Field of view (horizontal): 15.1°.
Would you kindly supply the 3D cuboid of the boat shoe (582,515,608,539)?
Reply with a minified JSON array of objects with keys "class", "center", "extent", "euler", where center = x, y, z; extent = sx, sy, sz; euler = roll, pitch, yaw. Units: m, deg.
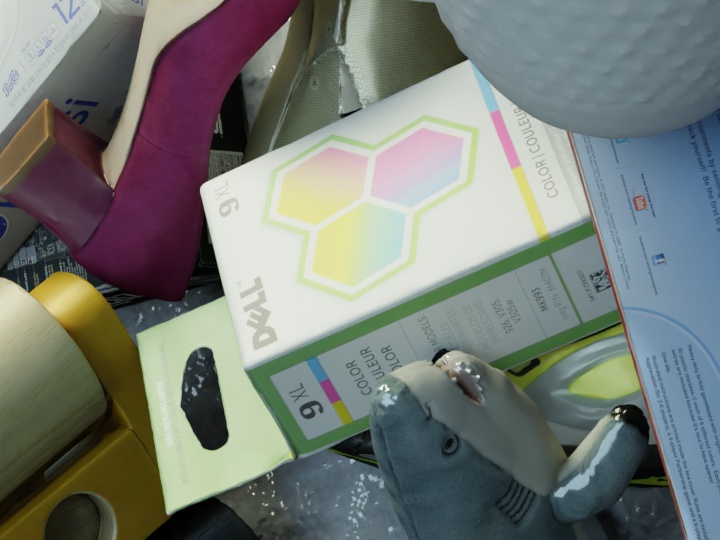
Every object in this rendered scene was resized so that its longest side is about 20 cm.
[{"class":"boat shoe","center":[0.045,0.183,1.034],"extent":[0.073,0.068,0.201],"euler":[23,104,36]}]

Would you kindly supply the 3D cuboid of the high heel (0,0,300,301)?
[{"class":"high heel","center":[-0.051,-0.071,1.066],"extent":[0.200,0.096,0.068],"euler":[-40,30,29]}]

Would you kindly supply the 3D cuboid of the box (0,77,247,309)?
[{"class":"box","center":[-0.128,-0.083,1.192],"extent":[0.160,0.043,0.201],"euler":[-15,80,37]}]

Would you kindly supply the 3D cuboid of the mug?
[{"class":"mug","center":[0.055,-0.135,0.849],"extent":[0.199,0.176,0.148],"euler":[2,47,9]}]

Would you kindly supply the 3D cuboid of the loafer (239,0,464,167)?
[{"class":"loafer","center":[0.012,-0.094,1.068],"extent":[0.068,0.075,0.201],"euler":[32,118,33]}]

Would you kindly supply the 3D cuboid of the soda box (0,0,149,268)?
[{"class":"soda box","center":[-0.157,-0.061,1.144],"extent":[0.200,0.068,0.064],"euler":[-47,63,28]}]

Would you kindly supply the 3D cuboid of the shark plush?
[{"class":"shark plush","center":[0.031,0.115,0.948],"extent":[0.091,0.083,0.201],"euler":[28,126,29]}]

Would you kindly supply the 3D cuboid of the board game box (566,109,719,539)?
[{"class":"board game box","center":[0.137,0.002,0.914],"extent":[0.102,0.019,0.201],"euler":[-17,77,9]}]

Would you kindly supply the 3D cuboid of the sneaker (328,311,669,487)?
[{"class":"sneaker","center":[0.048,0.041,1.042],"extent":[0.199,0.075,0.077],"euler":[0,78,30]}]

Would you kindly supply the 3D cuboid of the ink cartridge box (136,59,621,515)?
[{"class":"ink cartridge box","center":[0.000,0.000,1.004],"extent":[0.199,0.059,0.104],"euler":[-24,43,7]}]

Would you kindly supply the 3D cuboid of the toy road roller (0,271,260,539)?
[{"class":"toy road roller","center":[-0.141,0.100,1.120],"extent":[0.146,0.123,0.201],"euler":[14,138,56]}]
